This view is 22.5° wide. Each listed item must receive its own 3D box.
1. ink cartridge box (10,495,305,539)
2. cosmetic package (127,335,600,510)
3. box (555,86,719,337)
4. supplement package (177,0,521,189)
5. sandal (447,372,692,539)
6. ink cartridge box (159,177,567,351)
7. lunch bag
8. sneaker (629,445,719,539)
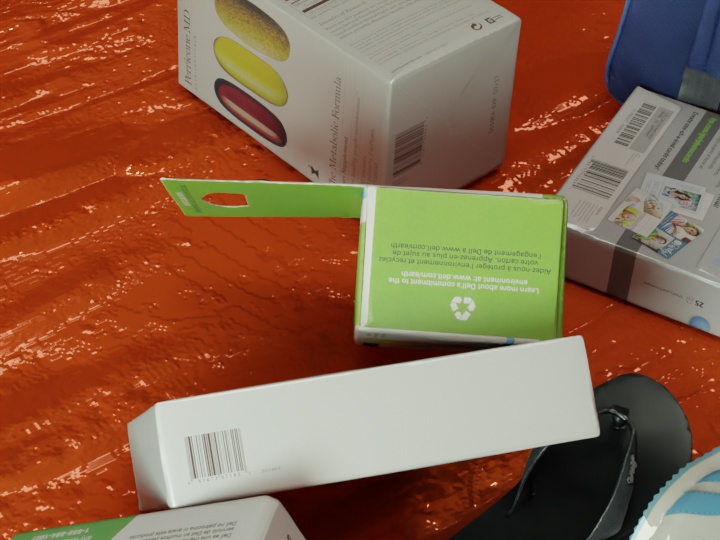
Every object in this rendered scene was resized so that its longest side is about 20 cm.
[{"bbox_3d":[-0.105,0.196,0.724,0.144,0.084,0.200,-12,34,29],"label":"ink cartridge box"},{"bbox_3d":[-0.005,0.075,0.865,0.199,0.151,0.052,-8,82,-14],"label":"cosmetic package"},{"bbox_3d":[0.224,-0.026,1.073,0.199,0.041,0.156,20,44,20],"label":"box"},{"bbox_3d":[-0.013,-0.135,1.125,0.109,0.114,0.200,-29,49,-33],"label":"supplement package"},{"bbox_3d":[0.106,0.114,0.903,0.076,0.043,0.200,27,47,25],"label":"sandal"},{"bbox_3d":[0.000,0.000,0.943,0.199,0.148,0.076,2,85,0],"label":"ink cartridge box"},{"bbox_3d":[0.240,-0.182,1.132,0.135,0.201,0.133,17,45,8],"label":"lunch bag"},{"bbox_3d":[0.189,0.132,0.862,0.081,0.077,0.200,30,48,34],"label":"sneaker"}]
